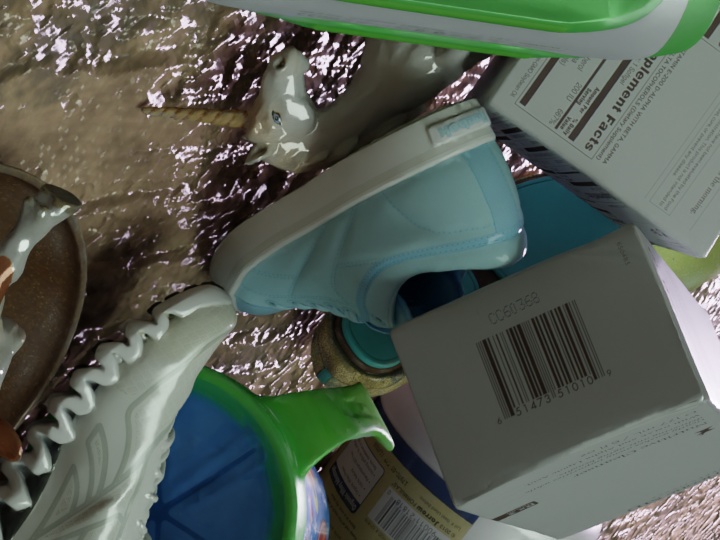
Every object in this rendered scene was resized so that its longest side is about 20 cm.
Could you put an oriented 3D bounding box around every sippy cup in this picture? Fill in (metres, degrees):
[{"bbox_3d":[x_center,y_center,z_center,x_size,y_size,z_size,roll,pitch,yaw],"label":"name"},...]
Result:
[{"bbox_3d":[-0.076,0.116,0.926,0.130,0.177,0.140,35,60,-72],"label":"sippy cup"}]

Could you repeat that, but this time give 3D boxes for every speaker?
[{"bbox_3d":[0.028,-0.126,0.702,0.200,0.089,0.089,6,130,-17],"label":"speaker"}]

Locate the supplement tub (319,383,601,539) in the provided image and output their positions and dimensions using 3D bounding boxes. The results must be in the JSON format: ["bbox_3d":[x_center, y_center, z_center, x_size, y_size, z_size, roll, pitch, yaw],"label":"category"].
[{"bbox_3d":[0.024,0.170,1.103,0.200,0.144,0.144,-54,151,14],"label":"supplement tub"}]

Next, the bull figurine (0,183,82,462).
[{"bbox_3d":[-0.165,0.013,0.654,0.200,0.065,0.122,0,124,-56],"label":"bull figurine"}]

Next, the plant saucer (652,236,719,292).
[{"bbox_3d":[0.132,0.014,1.012,0.200,0.031,0.200,-30,176,-2],"label":"plant saucer"}]

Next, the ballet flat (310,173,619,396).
[{"bbox_3d":[0.054,0.007,1.030,0.200,0.071,0.071,-30,148,-30],"label":"ballet flat"}]

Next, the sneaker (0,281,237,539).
[{"bbox_3d":[-0.113,0.092,0.842,0.200,0.081,0.075,-50,179,3],"label":"sneaker"}]

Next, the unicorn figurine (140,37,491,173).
[{"bbox_3d":[0.028,-0.105,0.822,0.200,0.074,0.137,-20,153,-49],"label":"unicorn figurine"}]

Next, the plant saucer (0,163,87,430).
[{"bbox_3d":[-0.194,0.031,0.741,0.200,0.037,0.201,-33,149,-23],"label":"plant saucer"}]

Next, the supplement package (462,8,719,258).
[{"bbox_3d":[0.148,-0.119,0.850,0.200,0.111,0.156,-54,-177,2],"label":"supplement package"}]

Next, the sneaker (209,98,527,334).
[{"bbox_3d":[0.000,0.000,0.845,0.074,0.082,0.200,-21,174,-31],"label":"sneaker"}]

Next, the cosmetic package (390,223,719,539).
[{"bbox_3d":[0.099,0.055,0.848,0.113,0.081,0.200,-25,161,13],"label":"cosmetic package"}]
